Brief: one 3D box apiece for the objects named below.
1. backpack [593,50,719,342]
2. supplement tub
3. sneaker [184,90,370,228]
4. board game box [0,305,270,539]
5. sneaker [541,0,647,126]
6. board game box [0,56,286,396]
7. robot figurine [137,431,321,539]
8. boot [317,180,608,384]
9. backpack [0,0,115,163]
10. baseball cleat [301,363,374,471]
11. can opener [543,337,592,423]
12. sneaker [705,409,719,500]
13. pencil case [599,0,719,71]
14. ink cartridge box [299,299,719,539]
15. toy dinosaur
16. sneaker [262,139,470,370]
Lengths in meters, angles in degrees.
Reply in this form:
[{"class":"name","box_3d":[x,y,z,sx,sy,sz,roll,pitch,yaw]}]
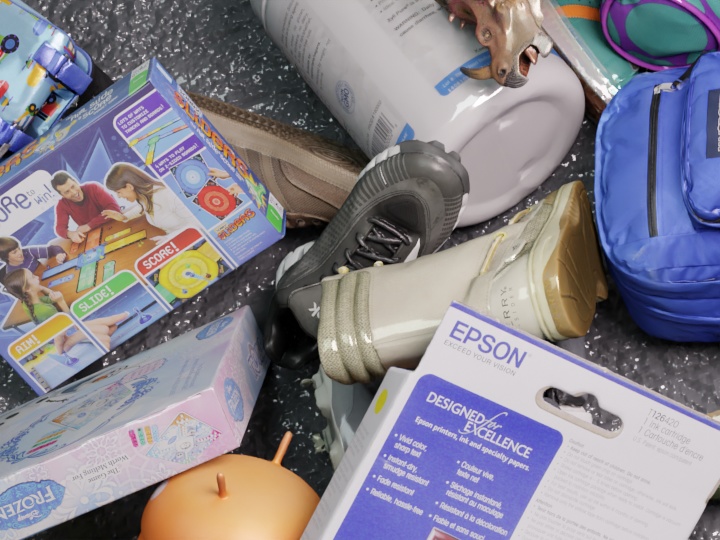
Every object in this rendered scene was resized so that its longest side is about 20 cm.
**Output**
[{"class":"backpack","box_3d":[0.232,-0.053,1.536,0.199,0.168,0.163,-4,59,19]},{"class":"supplement tub","box_3d":[0.035,-0.136,1.661,0.132,0.132,0.200,-38,61,1]},{"class":"sneaker","box_3d":[-0.057,-0.054,1.705,0.199,0.070,0.076,23,104,22]},{"class":"board game box","box_3d":[-0.157,0.099,1.598,0.198,0.200,0.043,-24,100,9]},{"class":"sneaker","box_3d":[0.143,-0.168,1.670,0.080,0.071,0.200,-32,67,-3]},{"class":"board game box","box_3d":[-0.165,-0.024,1.658,0.200,0.135,0.034,-32,25,18]},{"class":"robot figurine","box_3d":[-0.078,0.192,1.539,0.143,0.201,0.117,4,24,-20]},{"class":"boot","box_3d":[0.059,0.009,1.522,0.154,0.200,0.072,-15,101,14]},{"class":"backpack","box_3d":[-0.268,-0.081,1.744,0.182,0.135,0.200,36,86,30]},{"class":"baseball cleat","box_3d":[0.038,0.135,1.587,0.106,0.070,0.201,-17,67,-4]},{"class":"can opener","box_3d":[0.115,0.058,1.577,0.053,0.067,0.201,6,64,-15]},{"class":"sneaker","box_3d":[0.270,0.115,1.501,0.199,0.067,0.090,-14,58,10]},{"class":"pencil case","box_3d":[0.211,-0.216,1.636,0.085,0.092,0.200,-15,42,47]},{"class":"ink cartridge box","box_3d":[0.081,0.134,1.469,0.200,0.197,0.047,-62,20,8]},{"class":"toy dinosaur","box_3d":[0.095,-0.197,1.594,0.086,0.200,0.136,39,108,-11]},{"class":"sneaker","box_3d":[0.000,0.000,1.587,0.066,0.200,0.091,33,48,-12]}]
